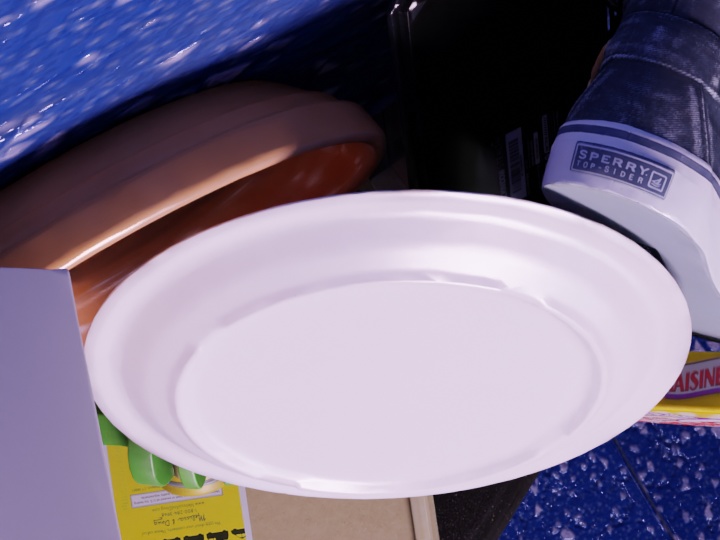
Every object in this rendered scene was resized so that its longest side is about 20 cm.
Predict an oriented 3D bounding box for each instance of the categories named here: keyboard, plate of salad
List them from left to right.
[{"bbox_3d":[0.009,0.022,0.810,0.198,0.048,0.201,-3,147,-2],"label":"plate of salad"},{"bbox_3d":[0.055,-0.052,0.838,0.104,0.040,0.201,-27,143,-14],"label":"keyboard"}]

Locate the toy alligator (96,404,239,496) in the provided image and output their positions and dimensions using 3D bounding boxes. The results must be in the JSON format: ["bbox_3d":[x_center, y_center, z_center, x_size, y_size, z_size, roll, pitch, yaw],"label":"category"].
[{"bbox_3d":[-0.017,0.053,0.902,0.198,0.060,0.054,-5,-151,0],"label":"toy alligator"}]

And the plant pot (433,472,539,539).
[{"bbox_3d":[-0.028,0.091,1.124,0.177,0.200,0.200,-41,175,-15],"label":"plant pot"}]

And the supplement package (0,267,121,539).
[{"bbox_3d":[-0.163,0.092,0.683,0.119,0.122,0.200,2,155,-34],"label":"supplement package"}]

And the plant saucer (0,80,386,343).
[{"bbox_3d":[-0.085,-0.005,0.801,0.199,0.038,0.200,-31,172,-5],"label":"plant saucer"}]

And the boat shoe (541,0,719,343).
[{"bbox_3d":[0.112,-0.037,0.811,0.200,0.070,0.091,53,58,-72],"label":"boat shoe"}]

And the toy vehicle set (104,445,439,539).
[{"bbox_3d":[-0.069,0.107,0.988,0.199,0.125,0.027,-8,178,8],"label":"toy vehicle set"}]

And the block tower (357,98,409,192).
[{"bbox_3d":[0.008,-0.021,0.926,0.199,0.054,0.058,-34,-157,13],"label":"block tower"}]

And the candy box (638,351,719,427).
[{"bbox_3d":[0.143,0.046,0.918,0.102,0.027,0.200,10,173,-31],"label":"candy box"}]
